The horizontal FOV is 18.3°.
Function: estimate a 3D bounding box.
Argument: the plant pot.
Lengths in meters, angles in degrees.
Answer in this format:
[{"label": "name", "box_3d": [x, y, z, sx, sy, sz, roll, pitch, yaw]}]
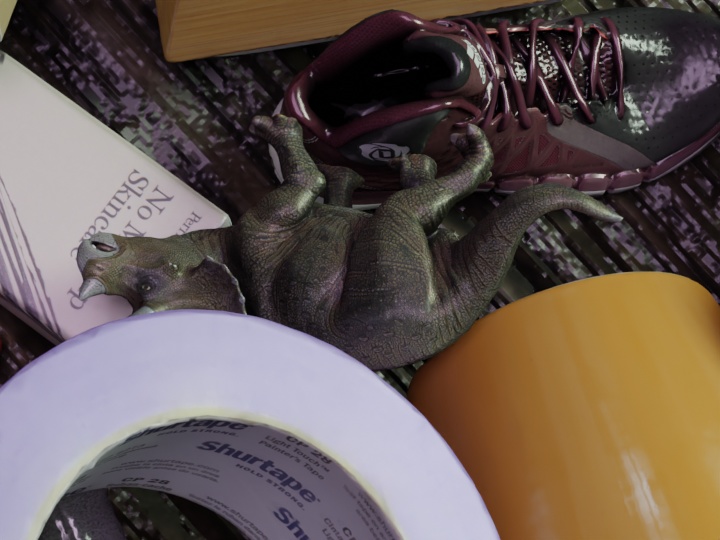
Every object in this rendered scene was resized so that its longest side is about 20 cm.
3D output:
[{"label": "plant pot", "box_3d": [0.100, 0.110, 0.811, 0.199, 0.201, 0.184, -16, 65, -3]}]

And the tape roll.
[{"label": "tape roll", "box_3d": [-0.055, 0.120, 0.690, 0.199, 0.085, 0.202, 10, 67, -23]}]

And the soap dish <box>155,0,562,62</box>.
[{"label": "soap dish", "box_3d": [0.007, -0.177, 0.899, 0.198, 0.081, 0.159, -9, 68, 1]}]

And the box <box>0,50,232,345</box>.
[{"label": "box", "box_3d": [-0.150, -0.041, 0.893, 0.199, 0.068, 0.082, 34, 80, 7]}]

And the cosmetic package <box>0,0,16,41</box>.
[{"label": "cosmetic package", "box_3d": [-0.165, -0.185, 0.872, 0.104, 0.071, 0.201, 6, 51, 10]}]

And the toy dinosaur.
[{"label": "toy dinosaur", "box_3d": [0.000, 0.000, 0.819, 0.198, 0.077, 0.103, 5, 70, 18]}]

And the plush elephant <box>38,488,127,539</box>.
[{"label": "plush elephant", "box_3d": [-0.140, 0.177, 0.763, 0.164, 0.155, 0.201, -26, 98, 39]}]

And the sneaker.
[{"label": "sneaker", "box_3d": [0.061, -0.069, 0.873, 0.198, 0.116, 0.076, -13, 79, -2]}]
